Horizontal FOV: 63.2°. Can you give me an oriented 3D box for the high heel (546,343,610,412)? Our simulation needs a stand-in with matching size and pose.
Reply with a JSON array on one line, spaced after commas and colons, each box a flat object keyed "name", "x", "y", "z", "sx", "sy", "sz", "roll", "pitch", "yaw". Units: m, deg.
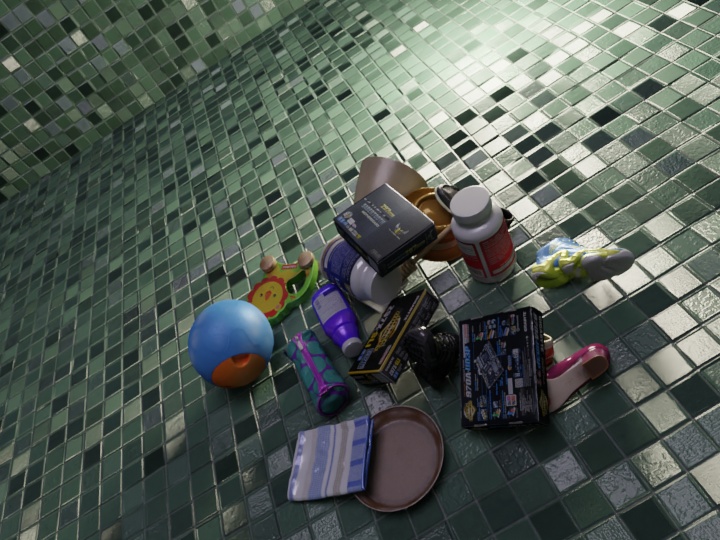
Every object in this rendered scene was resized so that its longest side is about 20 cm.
[{"name": "high heel", "x": 0.361, "y": 0.200, "z": 1.058, "sx": 0.198, "sy": 0.096, "sz": 0.069, "roll": -31, "pitch": 83, "yaw": 22}]

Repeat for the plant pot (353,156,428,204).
[{"name": "plant pot", "x": 0.053, "y": -0.146, "z": 1.472, "sx": 0.184, "sy": 0.187, "sz": 0.204, "roll": 10, "pitch": 72, "yaw": 37}]

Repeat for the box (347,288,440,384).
[{"name": "box", "x": 0.068, "y": 0.142, "z": 1.222, "sx": 0.202, "sy": 0.049, "sz": 0.159, "roll": -57, "pitch": 12, "yaw": -22}]

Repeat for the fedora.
[{"name": "fedora", "x": 0.177, "y": -0.120, "z": 1.359, "sx": 0.195, "sy": 0.082, "sz": 0.206, "roll": 0, "pitch": 73, "yaw": 0}]

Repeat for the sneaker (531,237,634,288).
[{"name": "sneaker", "x": 0.441, "y": -0.034, "z": 1.181, "sx": 0.196, "sy": 0.076, "sz": 0.107, "roll": -11, "pitch": 46, "yaw": 25}]

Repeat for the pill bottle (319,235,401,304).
[{"name": "pill bottle", "x": 0.000, "y": 0.000, "z": 1.356, "sx": 0.116, "sy": 0.116, "sz": 0.199, "roll": -47, "pitch": 39, "yaw": -14}]

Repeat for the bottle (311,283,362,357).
[{"name": "bottle", "x": -0.050, "y": 0.117, "z": 1.360, "sx": 0.083, "sy": 0.066, "sz": 0.201, "roll": -35, "pitch": 42, "yaw": 2}]

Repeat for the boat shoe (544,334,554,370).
[{"name": "boat shoe", "x": 0.279, "y": 0.132, "z": 1.130, "sx": 0.197, "sy": 0.064, "sz": 0.071, "roll": 17, "pitch": 39, "yaw": 39}]

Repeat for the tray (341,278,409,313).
[{"name": "tray", "x": 0.025, "y": 0.033, "z": 1.422, "sx": 0.108, "sy": 0.022, "sz": 0.198, "roll": -49, "pitch": 44, "yaw": -14}]

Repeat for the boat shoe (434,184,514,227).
[{"name": "boat shoe", "x": 0.259, "y": -0.145, "z": 1.306, "sx": 0.066, "sy": 0.197, "sz": 0.075, "roll": -45, "pitch": 17, "yaw": 49}]

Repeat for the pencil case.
[{"name": "pencil case", "x": -0.096, "y": 0.220, "z": 1.278, "sx": 0.084, "sy": 0.093, "sz": 0.200, "roll": -37, "pitch": 43, "yaw": -4}]

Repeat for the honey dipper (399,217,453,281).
[{"name": "honey dipper", "x": 0.153, "y": -0.049, "z": 1.317, "sx": 0.200, "sy": 0.038, "sz": 0.038, "roll": -43, "pitch": 36, "yaw": 27}]

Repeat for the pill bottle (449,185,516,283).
[{"name": "pill bottle", "x": 0.257, "y": -0.076, "z": 1.241, "sx": 0.110, "sy": 0.201, "sz": 0.114, "roll": -16, "pitch": 45, "yaw": 17}]

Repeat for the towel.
[{"name": "towel", "x": -0.061, "y": 0.367, "z": 1.143, "sx": 0.197, "sy": 0.024, "sz": 0.149, "roll": -22, "pitch": 43, "yaw": 34}]

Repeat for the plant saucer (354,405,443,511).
[{"name": "plant saucer", "x": 0.067, "y": 0.353, "z": 1.100, "sx": 0.196, "sy": 0.032, "sz": 0.203, "roll": -18, "pitch": 46, "yaw": 19}]

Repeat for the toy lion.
[{"name": "toy lion", "x": -0.208, "y": 0.054, "z": 1.527, "sx": 0.196, "sy": 0.069, "sz": 0.196, "roll": -6, "pitch": 56, "yaw": 27}]

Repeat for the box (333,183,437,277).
[{"name": "box", "x": 0.052, "y": -0.094, "z": 1.299, "sx": 0.156, "sy": 0.052, "sz": 0.200, "roll": -33, "pitch": 47, "yaw": -11}]

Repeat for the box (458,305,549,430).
[{"name": "box", "x": 0.254, "y": 0.179, "z": 1.056, "sx": 0.157, "sy": 0.045, "sz": 0.205, "roll": -18, "pitch": 61, "yaw": 41}]

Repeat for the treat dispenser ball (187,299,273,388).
[{"name": "treat dispenser ball", "x": -0.302, "y": 0.171, "z": 1.369, "sx": 0.197, "sy": 0.202, "sz": 0.204, "roll": -17, "pitch": 45, "yaw": 17}]

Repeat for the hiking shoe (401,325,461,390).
[{"name": "hiking shoe", "x": 0.142, "y": 0.144, "z": 1.116, "sx": 0.100, "sy": 0.201, "sz": 0.075, "roll": -43, "pitch": 58, "yaw": -13}]
